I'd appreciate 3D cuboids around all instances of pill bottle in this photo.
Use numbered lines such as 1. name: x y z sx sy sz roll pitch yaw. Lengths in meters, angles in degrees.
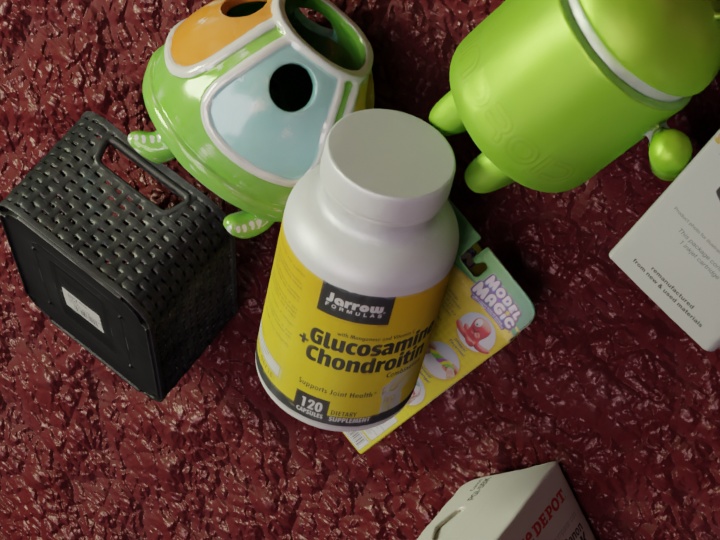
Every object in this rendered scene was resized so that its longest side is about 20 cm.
1. pill bottle: 0.000 0.000 1.126 0.111 0.112 0.201 30 136 16

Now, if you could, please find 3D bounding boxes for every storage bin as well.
1. storage bin: -0.168 -0.005 1.257 0.135 0.094 0.200 36 160 11

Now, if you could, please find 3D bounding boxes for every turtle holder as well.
1. turtle holder: -0.048 -0.101 1.163 0.186 0.141 0.132 50 123 4

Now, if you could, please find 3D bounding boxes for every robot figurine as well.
1. robot figurine: 0.133 -0.125 1.051 0.200 0.115 0.176 -39 78 39

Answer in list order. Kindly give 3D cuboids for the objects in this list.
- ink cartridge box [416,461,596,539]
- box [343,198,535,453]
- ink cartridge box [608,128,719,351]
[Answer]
1. ink cartridge box: 0.120 0.257 1.234 0.082 0.147 0.201 -20 103 36
2. box: 0.032 0.031 1.240 0.118 0.048 0.200 51 131 1
3. ink cartridge box: 0.249 -0.070 0.987 0.083 0.146 0.200 44 128 8
